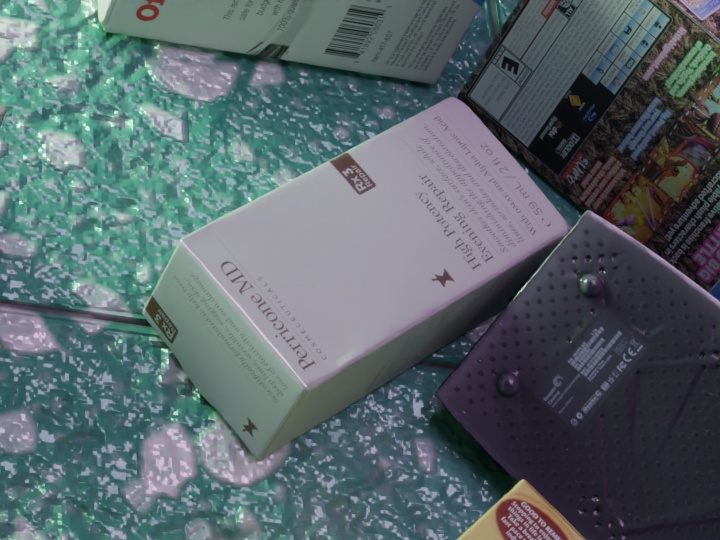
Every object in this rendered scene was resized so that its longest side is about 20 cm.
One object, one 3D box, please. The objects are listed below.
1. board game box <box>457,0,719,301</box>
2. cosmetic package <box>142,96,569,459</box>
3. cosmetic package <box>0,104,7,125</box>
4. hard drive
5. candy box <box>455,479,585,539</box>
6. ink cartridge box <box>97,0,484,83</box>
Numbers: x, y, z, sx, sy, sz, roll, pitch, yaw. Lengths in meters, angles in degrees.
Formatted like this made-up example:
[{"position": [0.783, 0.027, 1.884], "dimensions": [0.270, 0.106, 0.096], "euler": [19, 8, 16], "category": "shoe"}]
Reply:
[{"position": [0.180, -0.099, 1.274], "dimensions": [0.200, 0.160, 0.097], "euler": [41, 50, 6], "category": "board game box"}, {"position": [0.000, 0.000, 1.178], "dimensions": [0.200, 0.074, 0.102], "euler": [-31, 73, -39], "category": "cosmetic package"}, {"position": [-0.280, -0.089, 1.108], "dimensions": [0.200, 0.071, 0.105], "euler": [36, 49, 2], "category": "cosmetic package"}, {"position": [0.152, 0.080, 1.168], "dimensions": [0.200, 0.042, 0.135], "euler": [40, 93, 8], "category": "hard drive"}, {"position": [0.010, 0.187, 1.021], "dimensions": [0.055, 0.116, 0.200], "euler": [46, 51, 10], "category": "candy box"}, {"position": [-0.028, -0.187, 1.247], "dimensions": [0.199, 0.146, 0.085], "euler": [8, 53, -21], "category": "ink cartridge box"}]
